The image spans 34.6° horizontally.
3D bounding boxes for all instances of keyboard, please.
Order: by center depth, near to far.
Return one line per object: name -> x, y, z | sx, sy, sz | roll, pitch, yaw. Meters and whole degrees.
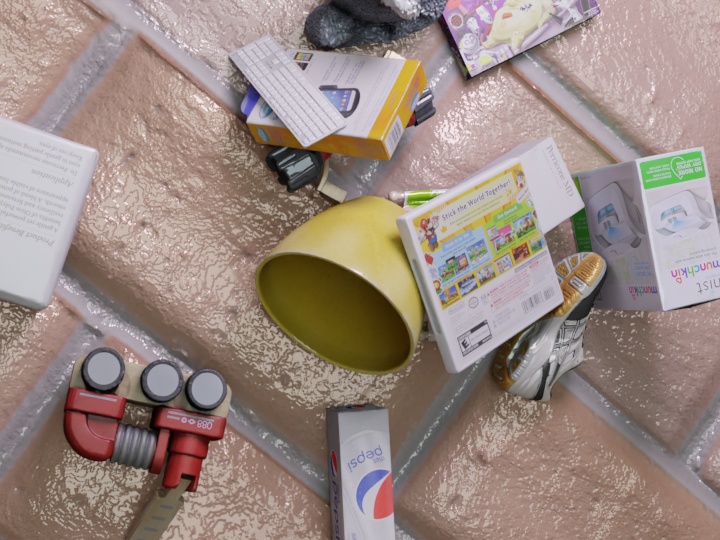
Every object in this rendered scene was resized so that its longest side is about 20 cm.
keyboard -> -0.084, -0.206, 1.306 | 0.056, 0.200, 0.011 | -33, 141, -6

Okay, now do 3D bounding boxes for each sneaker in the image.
sneaker -> 0.247, 0.071, 1.425 | 0.087, 0.076, 0.201 | 29, 102, -27

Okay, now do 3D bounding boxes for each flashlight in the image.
flashlight -> -0.009, -0.159, 1.339 | 0.199, 0.068, 0.068 | -34, 88, -12

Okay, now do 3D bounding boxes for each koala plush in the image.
koala plush -> 0.030, -0.350, 1.301 | 0.182, 0.200, 0.179 | -2, 89, -5

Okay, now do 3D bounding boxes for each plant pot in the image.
plant pot -> 0.000, 0.000, 1.319 | 0.200, 0.200, 0.142 | 39, 57, -11

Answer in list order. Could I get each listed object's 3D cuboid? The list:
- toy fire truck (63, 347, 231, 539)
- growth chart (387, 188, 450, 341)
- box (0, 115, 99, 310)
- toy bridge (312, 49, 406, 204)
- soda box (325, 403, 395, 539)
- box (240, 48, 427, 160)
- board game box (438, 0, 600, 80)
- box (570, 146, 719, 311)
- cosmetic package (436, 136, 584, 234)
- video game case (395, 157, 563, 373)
toy fire truck -> -0.248, 0.202, 1.282 | 0.174, 0.129, 0.202 | 13, 76, -14
growth chart -> 0.116, -0.008, 1.425 | 0.143, 0.018, 0.202 | -10, 92, -16
box -> -0.393, -0.066, 1.194 | 0.197, 0.200, 0.173 | 19, 82, -15
toy bridge -> -0.010, -0.176, 1.388 | 0.067, 0.027, 0.201 | 28, 82, -10
soda box -> 0.000, 0.261, 1.363 | 0.063, 0.068, 0.202 | -3, 89, -15
box -> -0.036, -0.191, 1.310 | 0.120, 0.198, 0.042 | -64, 147, -27
board game box -> 0.193, -0.334, 1.447 | 0.199, 0.032, 0.121 | -28, 92, -14
box -> 0.341, -0.046, 1.392 | 0.096, 0.200, 0.178 | -11, 93, -14
cosmetic package -> 0.164, -0.071, 1.393 | 0.199, 0.074, 0.102 | -34, 103, -21
video game case -> 0.139, -0.009, 1.305 | 0.199, 0.023, 0.183 | -28, 104, -37
